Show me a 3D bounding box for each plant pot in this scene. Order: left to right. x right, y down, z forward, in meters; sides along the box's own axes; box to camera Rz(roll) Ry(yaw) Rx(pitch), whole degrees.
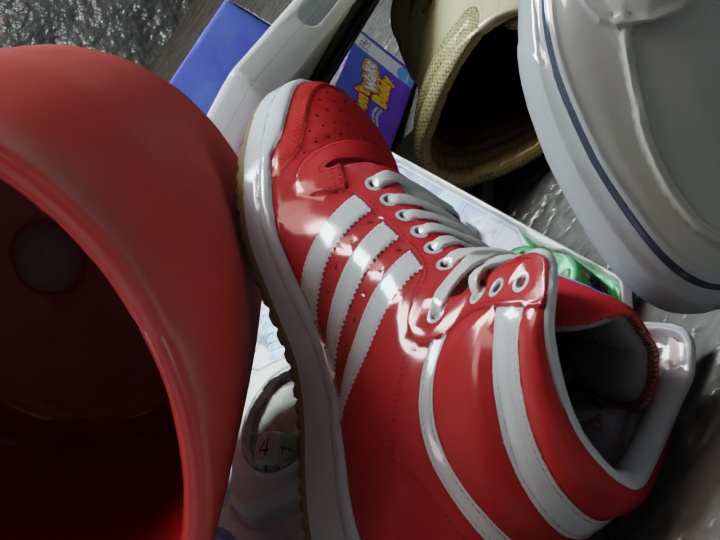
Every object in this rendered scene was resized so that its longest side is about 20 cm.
[{"bbox_3d":[-0.117,0.020,0.563,0.201,0.200,0.178,-50,5,22],"label":"plant pot"}]

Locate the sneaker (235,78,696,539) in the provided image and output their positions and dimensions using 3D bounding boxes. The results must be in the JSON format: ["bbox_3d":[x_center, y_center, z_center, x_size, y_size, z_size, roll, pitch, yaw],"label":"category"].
[{"bbox_3d":[0.028,0.003,0.532,0.112,0.071,0.202,-37,49,30],"label":"sneaker"}]

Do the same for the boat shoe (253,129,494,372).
[{"bbox_3d":[0.000,0.000,0.753,0.075,0.068,0.201,-43,18,43],"label":"boat shoe"}]

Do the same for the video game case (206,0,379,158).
[{"bbox_3d":[-0.044,-0.068,0.818,0.182,0.023,0.200,-55,0,-43],"label":"video game case"}]

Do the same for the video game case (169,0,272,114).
[{"bbox_3d":[-0.119,-0.018,0.981,0.201,0.045,0.182,-62,2,-34],"label":"video game case"}]

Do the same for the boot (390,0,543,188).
[{"bbox_3d":[0.088,-0.134,0.758,0.200,0.073,0.156,-44,21,20],"label":"boot"}]

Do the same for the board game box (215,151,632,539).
[{"bbox_3d":[-0.026,0.051,0.635,0.201,0.026,0.200,-56,38,-1],"label":"board game box"}]

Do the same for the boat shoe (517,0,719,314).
[{"bbox_3d":[0.081,-0.092,0.494,0.067,0.073,0.202,-30,70,61],"label":"boat shoe"}]

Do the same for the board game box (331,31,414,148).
[{"bbox_3d":[-0.054,-0.028,1.050,0.200,0.045,0.135,-47,13,31],"label":"board game box"}]
